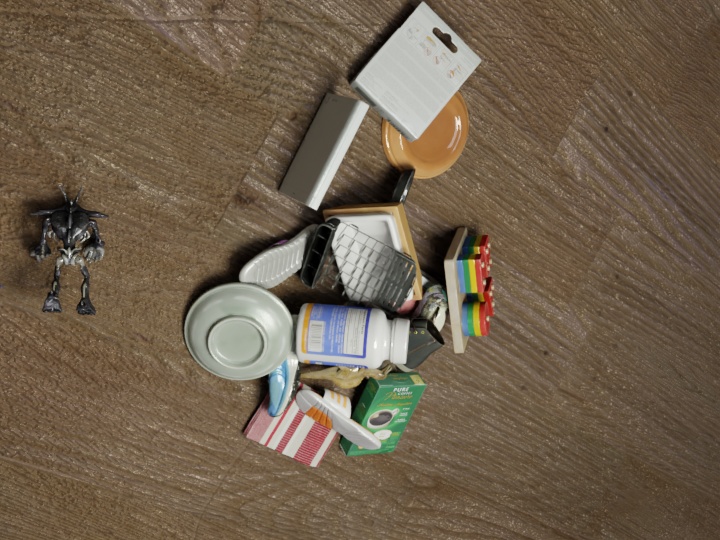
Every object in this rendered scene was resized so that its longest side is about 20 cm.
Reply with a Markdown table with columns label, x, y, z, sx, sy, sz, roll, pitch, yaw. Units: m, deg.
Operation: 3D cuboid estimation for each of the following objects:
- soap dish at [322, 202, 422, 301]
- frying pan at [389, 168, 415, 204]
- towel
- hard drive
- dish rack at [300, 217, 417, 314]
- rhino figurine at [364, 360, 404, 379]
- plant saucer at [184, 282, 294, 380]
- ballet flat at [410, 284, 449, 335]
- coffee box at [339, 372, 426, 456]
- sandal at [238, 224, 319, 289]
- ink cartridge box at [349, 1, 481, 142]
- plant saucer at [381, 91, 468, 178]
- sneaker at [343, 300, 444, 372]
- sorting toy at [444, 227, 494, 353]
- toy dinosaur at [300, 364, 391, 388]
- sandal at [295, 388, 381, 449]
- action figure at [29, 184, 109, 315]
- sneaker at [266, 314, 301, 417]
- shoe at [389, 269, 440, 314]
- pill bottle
| label | x | y | z | sx | sy | sz | roll | pitch | yaw |
| --- | --- | --- | --- | --- | --- | --- | --- | --- | --- |
| soap dish | 0.029 | -0.038 | 1.583 | 0.081 | 0.157 | 0.200 | -53 | 134 | -49 |
| frying pan | 0.073 | -0.123 | 1.642 | 0.190 | 0.031 | 0.115 | 106 | 8 | -53 |
| towel | -0.125 | 0.304 | 1.682 | 0.200 | 0.023 | 0.144 | 35 | 85 | -36 |
| hard drive | -0.068 | -0.213 | 1.476 | 0.026 | 0.132 | 0.200 | 25 | 92 | -34 |
| dish rack | 0.000 | 0.000 | 1.535 | 0.055 | 0.200 | 0.154 | -54 | 169 | -48 |
| rhino figurine | 0.029 | 0.182 | 1.708 | 0.087 | 0.060 | 0.200 | -48 | 126 | -18 |
| plant saucer | -0.219 | 0.121 | 1.499 | 0.200 | 0.050 | 0.201 | -1 | 115 | -3 |
| ballet flat | 0.126 | 0.120 | 1.681 | 0.072 | 0.072 | 0.201 | 2 | 129 | -31 |
| coffee box | 0.046 | 0.298 | 1.731 | 0.123 | 0.044 | 0.200 | 2 | 125 | -31 |
| sandal | -0.148 | -0.026 | 1.546 | 0.202 | 0.050 | 0.083 | -30 | 134 | -33 |
| ink cartridge box | 0.103 | -0.366 | 1.551 | 0.162 | 0.057 | 0.200 | 41 | 78 | -14 |
| plant saucer | 0.135 | -0.276 | 1.632 | 0.200 | 0.037 | 0.201 | -10 | 110 | -27 |
| sneaker | 0.066 | 0.104 | 1.619 | 0.200 | 0.075 | 0.106 | 39 | 120 | -21 |
| sorting toy | 0.228 | 0.036 | 1.693 | 0.069 | 0.200 | 0.199 | -3 | 111 | 16 |
| toy dinosaur | -0.036 | 0.192 | 1.617 | 0.199 | 0.058 | 0.101 | -2 | 127 | -4 |
| sandal | -0.039 | 0.285 | 1.668 | 0.207 | 0.079 | 0.059 | 38 | 53 | -18 |
| action figure | -0.465 | -0.030 | 1.328 | 0.119 | 0.102 | 0.201 | 3 | 78 | -23 |
| sneaker | -0.160 | 0.179 | 1.593 | 0.090 | 0.078 | 0.201 | 7 | 93 | 5 |
| shoe | 0.118 | 0.054 | 1.719 | 0.091 | 0.072 | 0.200 | -47 | 131 | 10 |
| pill bottle | -0.012 | 0.122 | 1.533 | 0.199 | 0.112 | 0.112 | 4 | 107 | 5 |
